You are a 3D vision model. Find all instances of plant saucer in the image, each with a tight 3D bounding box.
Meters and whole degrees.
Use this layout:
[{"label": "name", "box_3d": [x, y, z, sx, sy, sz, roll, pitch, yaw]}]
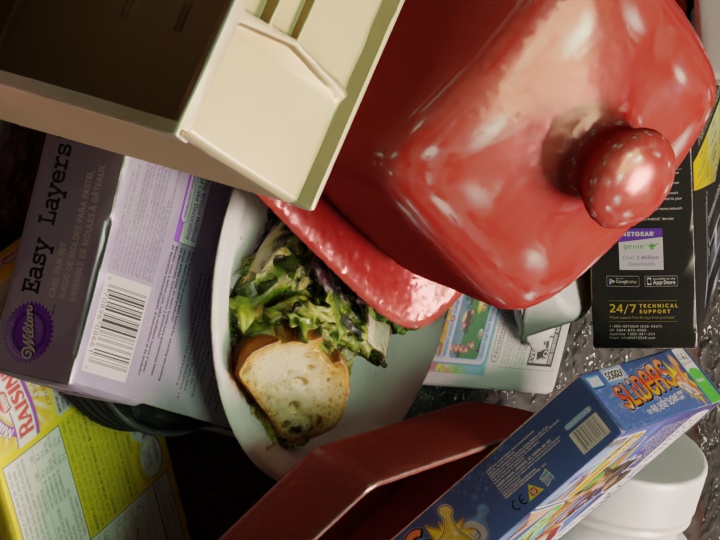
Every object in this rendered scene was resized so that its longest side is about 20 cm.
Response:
[{"label": "plant saucer", "box_3d": [-0.025, 0.130, 1.318, 0.200, 0.037, 0.200, -44, 166, 24]}]

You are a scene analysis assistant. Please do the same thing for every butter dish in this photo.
[{"label": "butter dish", "box_3d": [0.069, -0.065, 1.179, 0.200, 0.148, 0.199, -48, 136, -3]}]

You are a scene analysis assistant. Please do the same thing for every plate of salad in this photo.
[{"label": "plate of salad", "box_3d": [0.000, 0.000, 1.294, 0.200, 0.048, 0.200, -21, 116, -53]}]

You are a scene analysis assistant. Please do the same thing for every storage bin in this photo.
[{"label": "storage bin", "box_3d": [-0.078, -0.144, 1.124, 0.094, 0.200, 0.199, 33, 77, -51]}]

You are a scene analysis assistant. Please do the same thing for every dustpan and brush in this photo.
[{"label": "dustpan and brush", "box_3d": [0.084, -0.009, 1.418, 0.200, 0.057, 0.140, 54, 28, -58]}]

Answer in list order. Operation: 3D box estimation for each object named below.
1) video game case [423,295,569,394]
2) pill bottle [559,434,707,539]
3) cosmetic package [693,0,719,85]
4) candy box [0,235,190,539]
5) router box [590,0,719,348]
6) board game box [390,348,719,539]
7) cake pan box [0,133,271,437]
[{"label": "video game case", "box_3d": [0.061, -0.040, 1.467, 0.182, 0.024, 0.200, 7, 98, -50]}, {"label": "pill bottle", "box_3d": [0.106, 0.173, 1.485, 0.120, 0.120, 0.200, -10, 124, -48]}, {"label": "cosmetic package", "box_3d": [0.237, -0.205, 1.281, 0.167, 0.166, 0.200, -58, 145, -58]}, {"label": "candy box", "box_3d": [-0.129, 0.079, 1.276, 0.102, 0.026, 0.200, -38, 129, -39]}, {"label": "router box", "box_3d": [0.147, -0.064, 1.426, 0.200, 0.052, 0.158, -53, 141, -71]}, {"label": "board game box", "box_3d": [0.067, 0.115, 1.354, 0.200, 0.034, 0.135, -43, 166, 22]}, {"label": "cake pan box", "box_3d": [-0.069, -0.025, 1.269, 0.184, 0.052, 0.200, 19, 82, -55]}]
